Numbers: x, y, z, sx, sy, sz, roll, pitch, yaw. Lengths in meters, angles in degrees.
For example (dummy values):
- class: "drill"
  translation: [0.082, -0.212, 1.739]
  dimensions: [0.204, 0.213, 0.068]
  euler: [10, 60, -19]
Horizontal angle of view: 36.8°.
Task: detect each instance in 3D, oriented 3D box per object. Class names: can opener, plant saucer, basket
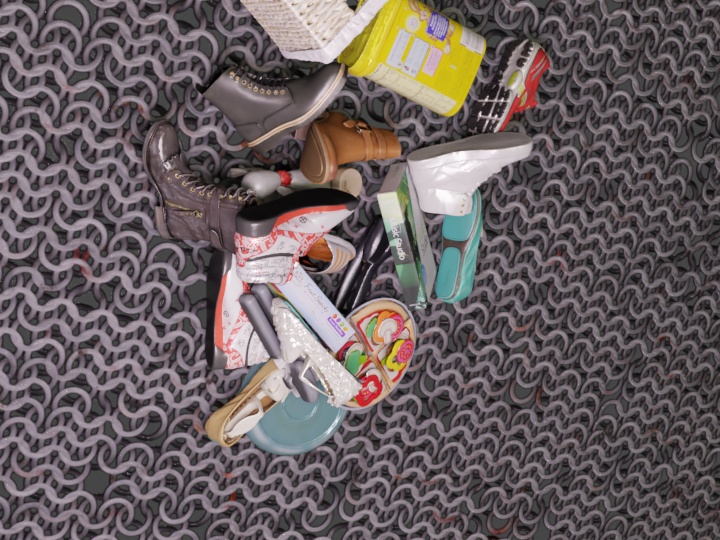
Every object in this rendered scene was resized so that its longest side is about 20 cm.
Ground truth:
- class: "can opener"
  translation: [-0.114, 0.110, 1.644]
  dimensions: [0.053, 0.066, 0.200]
  euler: [-41, 113, -29]
- class: "can opener"
  translation: [0.000, 0.000, 1.744]
  dimensions: [0.079, 0.063, 0.200]
  euler: [10, 111, -54]
- class: "plant saucer"
  translation: [-0.101, 0.213, 1.768]
  dimensions: [0.200, 0.027, 0.200]
  euler: [-6, 105, -23]
- class: "basket"
  translation: [-0.059, -0.418, 1.523]
  dimensions: [0.198, 0.200, 0.161]
  euler: [-48, 116, -7]

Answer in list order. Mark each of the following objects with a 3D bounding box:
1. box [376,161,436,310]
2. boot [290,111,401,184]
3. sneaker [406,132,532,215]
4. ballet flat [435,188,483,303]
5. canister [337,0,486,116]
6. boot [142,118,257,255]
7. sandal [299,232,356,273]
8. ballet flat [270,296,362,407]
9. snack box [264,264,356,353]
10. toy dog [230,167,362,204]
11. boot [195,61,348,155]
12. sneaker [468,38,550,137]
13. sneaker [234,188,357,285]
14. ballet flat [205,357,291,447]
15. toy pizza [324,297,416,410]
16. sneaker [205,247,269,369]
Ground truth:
- class: "box"
  translation: [0.076, -0.056, 1.719]
  dimensions: [0.036, 0.144, 0.200]
  euler: [-11, 112, 15]
- class: "boot"
  translation: [-0.014, -0.177, 1.610]
  dimensions: [0.155, 0.200, 0.077]
  euler: [9, 112, -19]
- class: "sneaker"
  translation: [0.183, -0.151, 1.737]
  dimensions: [0.200, 0.074, 0.116]
  euler: [-10, 117, 9]
- class: "ballet flat"
  translation: [0.171, -0.044, 1.810]
  dimensions: [0.070, 0.067, 0.200]
  euler: [9, 93, -55]
- class: "canister"
  translation: [0.083, -0.340, 1.675]
  dimensions: [0.200, 0.087, 0.149]
  euler: [21, 94, -30]
- class: "boot"
  translation: [-0.217, -0.114, 1.539]
  dimensions: [0.069, 0.174, 0.200]
  euler: [-35, 127, -48]
- class: "sandal"
  translation: [-0.077, -0.026, 1.645]
  dimensions: [0.207, 0.079, 0.059]
  euler: [27, 58, -60]
- class: "ballet flat"
  translation: [-0.075, 0.128, 1.599]
  dimensions: [0.072, 0.072, 0.200]
  euler: [-45, 110, -9]
- class: "snack box"
  translation: [-0.107, 0.026, 1.648]
  dimensions: [0.053, 0.142, 0.200]
  euler: [-43, 117, -10]
- class: "toy dog"
  translation: [-0.094, -0.106, 1.622]
  dimensions: [0.200, 0.132, 0.096]
  euler: [-4, 99, -25]
- class: "boot"
  translation: [-0.129, -0.265, 1.556]
  dimensions: [0.200, 0.078, 0.138]
  euler: [-35, 117, 27]
- class: "sneaker"
  translation: [0.252, -0.279, 1.780]
  dimensions: [0.085, 0.077, 0.200]
  euler: [28, 93, -39]
- class: "sneaker"
  translation: [-0.092, -0.046, 1.517]
  dimensions: [0.201, 0.067, 0.108]
  euler: [-18, 125, -40]
- class: "ballet flat"
  translation: [-0.153, 0.202, 1.689]
  dimensions: [0.200, 0.063, 0.069]
  euler: [-43, 124, -9]
- class: "toy pizza"
  translation: [0.022, 0.141, 1.772]
  dimensions: [0.200, 0.032, 0.200]
  euler: [-20, 122, -34]
- class: "sneaker"
  translation: [-0.178, 0.054, 1.667]
  dimensions: [0.108, 0.067, 0.202]
  euler: [-3, 108, -26]
